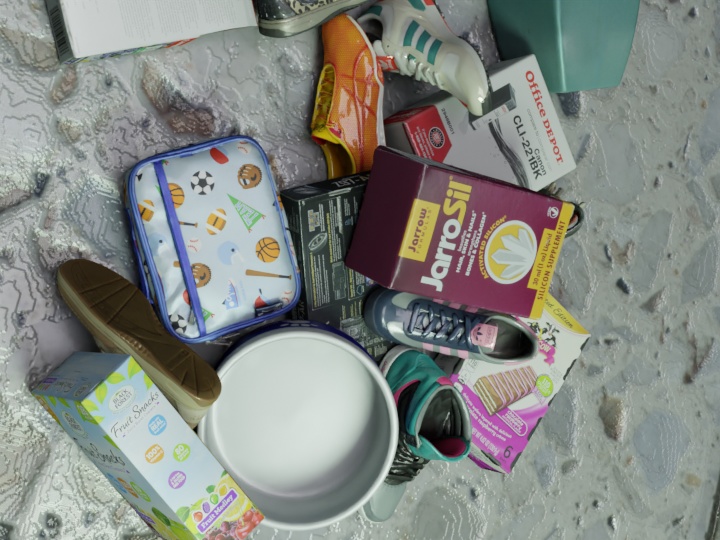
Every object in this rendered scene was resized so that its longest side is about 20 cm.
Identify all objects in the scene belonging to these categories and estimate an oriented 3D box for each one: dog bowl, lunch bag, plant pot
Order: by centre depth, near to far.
[{"bbox_3d":[-0.152,-0.026,1.200,0.159,0.075,0.202,-16,96,-20],"label":"lunch bag"},{"bbox_3d":[-0.063,0.153,1.207,0.198,0.079,0.202,-1,98,-5],"label":"dog bowl"},{"bbox_3d":[0.237,-0.311,1.397,0.140,0.141,0.202,-11,102,-29],"label":"plant pot"}]

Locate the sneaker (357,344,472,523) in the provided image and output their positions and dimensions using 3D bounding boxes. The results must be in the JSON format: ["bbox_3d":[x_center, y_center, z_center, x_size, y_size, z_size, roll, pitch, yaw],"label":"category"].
[{"bbox_3d":[0.059,0.192,1.277,0.083,0.120,0.202,4,103,-35],"label":"sneaker"}]

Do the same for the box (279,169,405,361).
[{"bbox_3d":[0.000,0.000,1.278,0.159,0.043,0.202,-16,113,-28],"label":"box"}]

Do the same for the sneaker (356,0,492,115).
[{"bbox_3d":[0.065,-0.225,1.289,0.093,0.071,0.201,-27,58,-7],"label":"sneaker"}]

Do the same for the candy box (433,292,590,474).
[{"bbox_3d":[0.163,0.113,1.389,0.136,0.061,0.201,41,70,-22],"label":"candy box"}]

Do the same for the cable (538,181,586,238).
[{"bbox_3d":[0.185,-0.030,1.394,0.200,0.097,0.050,-47,148,-16],"label":"cable"}]

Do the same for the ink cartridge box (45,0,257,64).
[{"bbox_3d":[-0.209,-0.275,1.188,0.199,0.050,0.110,-16,97,-30],"label":"ink cartridge box"}]

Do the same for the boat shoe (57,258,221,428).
[{"bbox_3d":[-0.223,0.073,1.146,0.200,0.065,0.071,44,33,10],"label":"boat shoe"}]

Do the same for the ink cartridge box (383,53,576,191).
[{"bbox_3d":[0.130,-0.138,1.359,0.199,0.084,0.145,-30,104,-27],"label":"ink cartridge box"}]

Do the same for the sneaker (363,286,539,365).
[{"bbox_3d":[0.103,0.057,1.276,0.198,0.082,0.071,11,91,-26],"label":"sneaker"}]

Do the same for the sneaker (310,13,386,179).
[{"bbox_3d":[-0.018,-0.175,1.282,0.077,0.073,0.202,-11,95,-33],"label":"sneaker"}]

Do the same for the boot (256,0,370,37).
[{"bbox_3d":[-0.039,-0.348,1.243,0.203,0.073,0.155,-35,126,-29],"label":"boot"}]

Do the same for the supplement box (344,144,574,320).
[{"bbox_3d":[0.103,-0.038,1.237,0.198,0.103,0.132,11,99,-31],"label":"supplement box"}]

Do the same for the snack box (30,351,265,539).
[{"bbox_3d":[-0.202,0.170,1.119,0.068,0.168,0.201,-43,108,-24],"label":"snack box"}]
